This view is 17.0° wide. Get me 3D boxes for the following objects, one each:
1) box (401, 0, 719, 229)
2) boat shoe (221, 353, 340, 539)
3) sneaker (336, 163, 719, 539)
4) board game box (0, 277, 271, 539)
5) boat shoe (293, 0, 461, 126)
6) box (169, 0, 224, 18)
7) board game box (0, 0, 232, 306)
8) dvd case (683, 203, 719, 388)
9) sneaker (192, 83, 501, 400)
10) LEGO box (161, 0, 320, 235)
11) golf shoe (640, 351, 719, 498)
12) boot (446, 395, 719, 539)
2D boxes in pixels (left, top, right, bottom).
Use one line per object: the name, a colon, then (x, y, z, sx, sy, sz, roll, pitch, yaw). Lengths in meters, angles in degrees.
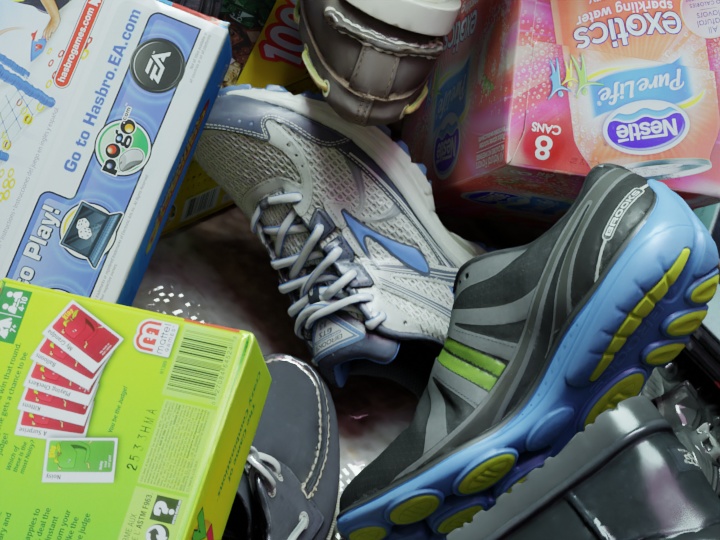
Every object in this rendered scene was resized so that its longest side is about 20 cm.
box: (0.088, -0.075, 1.071, 0.102, 0.200, 0.095, 8, 85, -13)
boat shoe: (-0.046, 0.097, 0.961, 0.072, 0.063, 0.200, 21, 44, 0)
sneaker: (0.063, 0.040, 0.979, 0.071, 0.200, 0.083, 22, 26, -42)
board game box: (-0.111, 0.110, 0.868, 0.101, 0.048, 0.201, 12, 67, 13)
boat shoe: (0.003, -0.115, 1.055, 0.072, 0.060, 0.200, 18, 16, -10)
box: (-0.058, -0.221, 1.031, 0.050, 0.200, 0.158, 11, 61, -12)
board game box: (-0.178, -0.039, 0.972, 0.195, 0.056, 0.201, 22, 83, 2)
dvd case: (0.218, 0.041, 1.078, 0.200, 0.022, 0.146, 45, 41, -16)
sneaker: (0.000, 0.000, 1.034, 0.200, 0.077, 0.085, 38, 57, -14)
LEGO box: (-0.110, -0.097, 1.115, 0.200, 0.077, 0.149, -27, 61, -37)
golf shoe: (0.115, 0.075, 1.033, 0.078, 0.094, 0.200, 45, 15, -11)
boot: (0.104, 0.171, 0.885, 0.200, 0.165, 0.066, 53, 16, 29)
